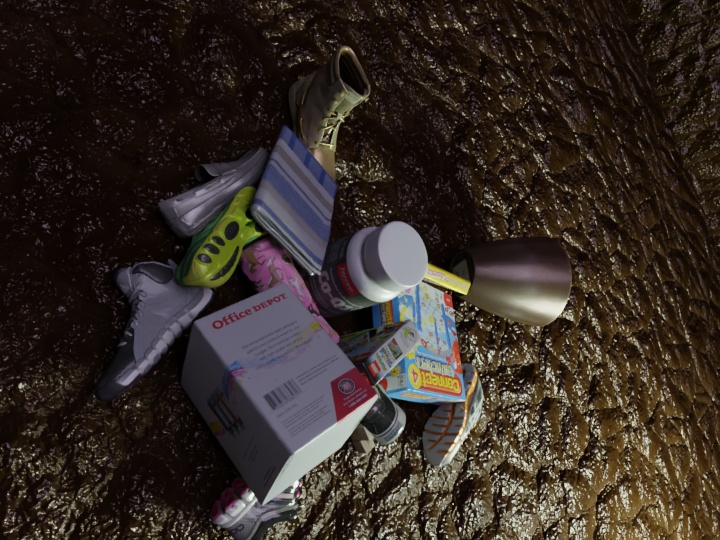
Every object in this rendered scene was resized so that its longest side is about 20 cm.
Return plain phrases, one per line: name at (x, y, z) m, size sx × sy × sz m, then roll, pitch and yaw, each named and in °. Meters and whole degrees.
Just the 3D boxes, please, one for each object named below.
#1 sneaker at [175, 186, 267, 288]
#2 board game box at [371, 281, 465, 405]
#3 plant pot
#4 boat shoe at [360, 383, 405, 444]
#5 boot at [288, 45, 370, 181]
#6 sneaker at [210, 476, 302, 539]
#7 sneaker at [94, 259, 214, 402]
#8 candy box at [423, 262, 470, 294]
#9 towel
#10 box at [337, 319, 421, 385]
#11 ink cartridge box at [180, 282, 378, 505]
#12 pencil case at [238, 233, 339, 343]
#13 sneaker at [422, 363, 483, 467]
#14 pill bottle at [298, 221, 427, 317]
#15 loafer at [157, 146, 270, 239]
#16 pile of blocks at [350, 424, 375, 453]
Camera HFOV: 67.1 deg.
sneaker at (-0.187, -0.050, 0.740) m, size 0.075 × 0.083 × 0.201 m, roll 63°, pitch 34°, yaw -26°
board game box at (0.100, 0.121, 0.934) m, size 0.199 × 0.055 × 0.198 m, roll 23°, pitch 55°, yaw -49°
plant pot at (0.285, 0.015, 1.103) m, size 0.197 × 0.187 × 0.190 m, roll 5°, pitch 73°, yaw -23°
boat shoe at (-0.001, 0.182, 0.788) m, size 0.064 × 0.200 × 0.071 m, roll 45°, pitch 77°, yaw -18°
boot at (-0.047, -0.247, 0.901) m, size 0.072 × 0.155 × 0.203 m, roll -2°, pitch 80°, yaw -41°
sneaker at (-0.108, 0.293, 0.746) m, size 0.199 × 0.073 × 0.088 m, roll -39°, pitch 105°, yaw -37°
sneaker at (-0.284, 0.059, 0.677) m, size 0.116 × 0.075 × 0.201 m, roll 47°, pitch 42°, yaw -13°
candy box at (0.084, -0.006, 0.915) m, size 0.101 × 0.199 × 0.027 m, roll 19°, pitch 91°, yaw -33°
towel at (-0.093, -0.107, 0.812) m, size 0.147 × 0.024 × 0.202 m, roll 47°, pitch 35°, yaw -35°
box at (-0.016, 0.128, 0.784) m, size 0.110 × 0.199 × 0.035 m, roll -36°, pitch 100°, yaw -40°
ink cartridge box at (-0.111, 0.149, 0.690) m, size 0.144 × 0.145 × 0.200 m, roll -23°, pitch 63°, yaw -41°
pencil case at (-0.110, 0.039, 0.812) m, size 0.082 × 0.086 × 0.202 m, roll -32°, pitch 99°, yaw -17°
sneaker at (0.179, 0.270, 0.990) m, size 0.078 × 0.078 × 0.201 m, roll 54°, pitch 53°, yaw -30°
pill bottle at (0.000, 0.000, 0.836) m, size 0.113 × 0.199 × 0.115 m, roll 13°, pitch 68°, yaw -36°
loafer at (-0.207, -0.129, 0.789) m, size 0.070 × 0.069 × 0.201 m, roll 55°, pitch 50°, yaw -23°
pile of blocks at (0.032, 0.197, 0.895) m, size 0.081 × 0.062 × 0.203 m, roll 19°, pitch 66°, yaw -34°
